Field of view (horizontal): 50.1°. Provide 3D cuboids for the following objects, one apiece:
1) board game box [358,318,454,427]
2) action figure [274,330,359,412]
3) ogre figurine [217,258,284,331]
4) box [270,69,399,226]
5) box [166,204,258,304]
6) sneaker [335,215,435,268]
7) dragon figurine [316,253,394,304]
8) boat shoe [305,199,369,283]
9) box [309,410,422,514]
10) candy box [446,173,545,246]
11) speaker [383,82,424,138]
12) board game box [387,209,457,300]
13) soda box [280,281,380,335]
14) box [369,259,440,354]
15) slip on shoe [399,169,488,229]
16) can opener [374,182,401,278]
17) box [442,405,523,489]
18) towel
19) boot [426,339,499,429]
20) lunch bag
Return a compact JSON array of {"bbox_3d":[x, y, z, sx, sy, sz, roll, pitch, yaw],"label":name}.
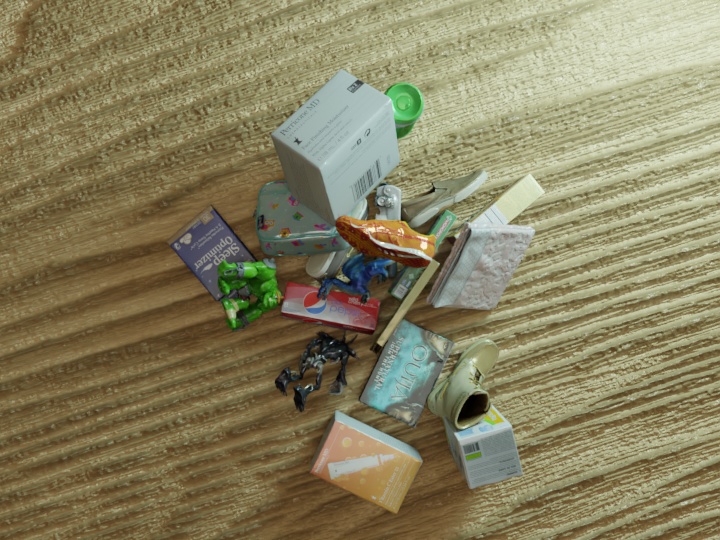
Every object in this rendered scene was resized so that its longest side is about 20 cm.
[{"bbox_3d":[0.098,0.215,1.640,0.135,0.028,0.200,25,90,-2],"label":"board game box"},{"bbox_3d":[-0.084,0.201,1.598,0.119,0.102,0.200,33,48,24],"label":"action figure"},{"bbox_3d":[-0.224,0.040,1.567,0.120,0.098,0.200,-20,124,-18],"label":"ogre figurine"},{"bbox_3d":[-0.041,-0.229,1.463,0.131,0.200,0.199,36,72,24],"label":"box"},{"bbox_3d":[-0.296,-0.023,1.620,0.121,0.032,0.200,-40,93,-1],"label":"box"},{"bbox_3d":[0.047,-0.066,1.488,0.200,0.073,0.077,20,61,-9],"label":"sneaker"},{"bbox_3d":[0.000,0.000,1.558,0.099,0.059,0.200,43,86,-9],"label":"dragon figurine"},{"bbox_3d":[-0.038,-0.061,1.613,0.060,0.072,0.200,42,74,-42],"label":"boat shoe"},{"bbox_3d":[0.010,0.397,1.607,0.200,0.097,0.124,26,91,-2],"label":"box"},{"bbox_3d":[0.276,-0.113,1.595,0.200,0.115,0.055,-40,91,-1],"label":"candy box"},{"bbox_3d":[0.076,-0.316,1.540,0.088,0.200,0.089,0,91,-3],"label":"speaker"},{"bbox_3d":[0.124,-0.030,1.582,0.029,0.135,0.200,34,91,0],"label":"board game box"},{"bbox_3d":[-0.062,0.080,1.607,0.200,0.063,0.070,11,74,-2],"label":"soda box"},{"bbox_3d":[0.087,0.076,1.547,0.021,0.163,0.200,35,79,4],"label":"box"},{"bbox_3d":[0.171,-0.162,1.613,0.200,0.076,0.061,-32,98,7],"label":"slip on shoe"},{"bbox_3d":[0.059,-0.084,1.618,0.053,0.066,0.200,4,100,14],"label":"can opener"},{"bbox_3d":[0.241,0.347,1.561,0.112,0.200,0.101,-14,96,-3],"label":"box"},{"bbox_3d":[0.245,-0.005,1.555,0.191,0.032,0.200,2,124,-37],"label":"towel"},{"bbox_3d":[0.234,0.231,1.573,0.200,0.155,0.073,-44,103,-9],"label":"boot"},{"bbox_3d":[-0.118,-0.115,1.568,0.200,0.077,0.161,-3,61,5],"label":"lunch bag"}]
